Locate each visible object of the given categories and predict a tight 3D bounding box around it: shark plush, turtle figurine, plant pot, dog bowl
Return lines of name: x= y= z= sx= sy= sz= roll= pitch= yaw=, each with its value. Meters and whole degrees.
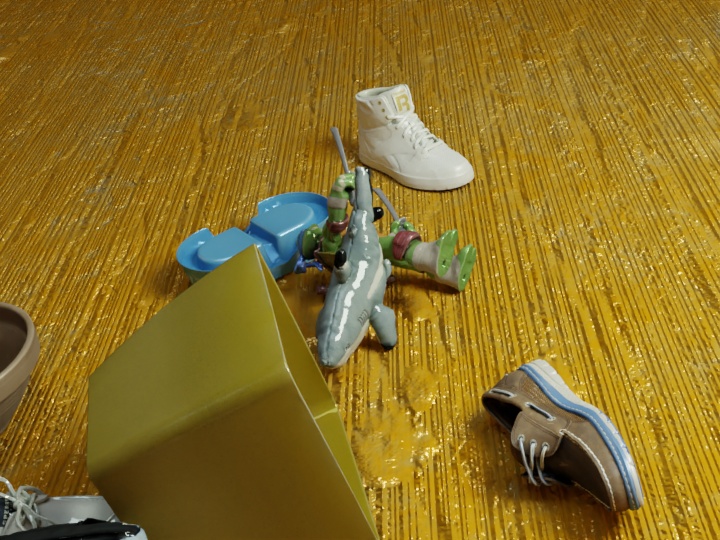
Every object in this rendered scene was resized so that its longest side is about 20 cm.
shark plush: x=0.000 y=0.000 z=1.066 sx=0.091 sy=0.201 sz=0.083 roll=19 pitch=1 yaw=27
turtle figurine: x=0.032 y=-0.059 z=1.170 sx=0.193 sy=0.144 sz=0.200 roll=17 pitch=51 yaw=28
plant pot: x=-0.412 y=0.123 z=1.069 sx=0.200 sy=0.093 sz=0.201 roll=-9 pitch=31 yaw=5
dog bowl: x=-0.120 y=-0.029 z=1.267 sx=0.200 sy=0.050 sz=0.111 roll=-29 pitch=35 yaw=-26
plant pot: x=-0.115 y=0.133 z=0.873 sx=0.176 sy=0.201 sz=0.200 roll=-24 pitch=31 yaw=0

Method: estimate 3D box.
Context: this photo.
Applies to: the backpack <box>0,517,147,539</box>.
backpack: x=-0.237 y=0.244 z=0.745 sx=0.200 sy=0.154 sz=0.163 roll=-29 pitch=-2 yaw=-29

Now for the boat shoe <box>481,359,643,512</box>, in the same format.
boat shoe: x=0.161 y=0.145 z=0.879 sx=0.072 sy=0.073 sz=0.200 roll=-22 pitch=22 yaw=-8

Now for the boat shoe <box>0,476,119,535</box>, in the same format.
boat shoe: x=-0.287 y=0.212 z=0.886 sx=0.201 sy=0.086 sz=0.075 roll=-15 pitch=31 yaw=-5

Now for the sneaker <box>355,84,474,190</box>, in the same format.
sneaker: x=0.062 y=-0.180 z=1.394 sx=0.074 sy=0.116 sz=0.200 roll=-31 pitch=37 yaw=-33
